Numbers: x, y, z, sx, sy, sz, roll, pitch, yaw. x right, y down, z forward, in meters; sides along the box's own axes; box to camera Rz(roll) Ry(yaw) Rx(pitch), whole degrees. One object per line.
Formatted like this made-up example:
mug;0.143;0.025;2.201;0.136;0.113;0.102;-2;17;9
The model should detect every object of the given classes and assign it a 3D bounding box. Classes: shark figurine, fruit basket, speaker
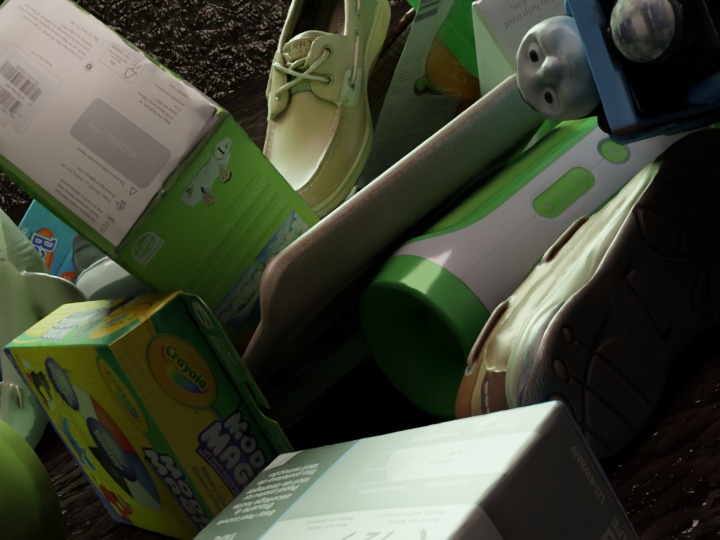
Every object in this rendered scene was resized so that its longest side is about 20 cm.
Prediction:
shark figurine;-0.206;0.065;0.927;0.127;0.217;0.089;10;7;24
fruit basket;0.087;-0.140;0.961;0.184;0.094;0.201;-19;-27;-30
speaker;0.092;-0.017;0.695;0.200;0.089;0.088;-38;15;-31

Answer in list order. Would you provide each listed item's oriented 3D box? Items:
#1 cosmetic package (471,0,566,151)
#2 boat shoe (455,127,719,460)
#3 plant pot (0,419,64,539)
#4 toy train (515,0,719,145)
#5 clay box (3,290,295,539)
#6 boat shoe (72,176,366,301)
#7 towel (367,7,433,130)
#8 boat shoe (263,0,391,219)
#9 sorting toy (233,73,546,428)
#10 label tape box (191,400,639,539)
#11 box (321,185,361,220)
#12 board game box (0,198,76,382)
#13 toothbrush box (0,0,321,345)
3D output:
cosmetic package;0.123;-0.108;0.829;0.101;0.074;0.200;-31;-16;-2
boat shoe;0.105;0.005;0.609;0.200;0.076;0.072;-38;13;-37
plant pot;-0.218;0.134;0.623;0.199;0.202;0.193;-27;1;11
toy train;0.145;-0.099;0.617;0.114;0.087;0.199;-24;-4;43
clay box;-0.099;0.072;0.715;0.047;0.116;0.200;-36;13;-24
boat shoe;-0.095;-0.034;0.962;0.199;0.067;0.070;-24;-27;4
towel;0.054;-0.131;1.053;0.147;0.022;0.200;-46;-23;11
boat shoe;-0.029;-0.118;0.917;0.072;0.065;0.201;-5;53;27
sorting toy;0.000;0.000;0.735;0.185;0.036;0.200;-39;-14;-27
label tape box;-0.025;0.127;0.446;0.143;0.066;0.200;-17;17;46
box;-0.071;0.033;0.903;0.199;0.075;0.100;-30;12;9
board game box;-0.237;0.015;1.109;0.201;0.045;0.152;-62;-3;-5
toothbrush box;-0.103;-0.041;0.760;0.086;0.145;0.200;-52;-26;-4
